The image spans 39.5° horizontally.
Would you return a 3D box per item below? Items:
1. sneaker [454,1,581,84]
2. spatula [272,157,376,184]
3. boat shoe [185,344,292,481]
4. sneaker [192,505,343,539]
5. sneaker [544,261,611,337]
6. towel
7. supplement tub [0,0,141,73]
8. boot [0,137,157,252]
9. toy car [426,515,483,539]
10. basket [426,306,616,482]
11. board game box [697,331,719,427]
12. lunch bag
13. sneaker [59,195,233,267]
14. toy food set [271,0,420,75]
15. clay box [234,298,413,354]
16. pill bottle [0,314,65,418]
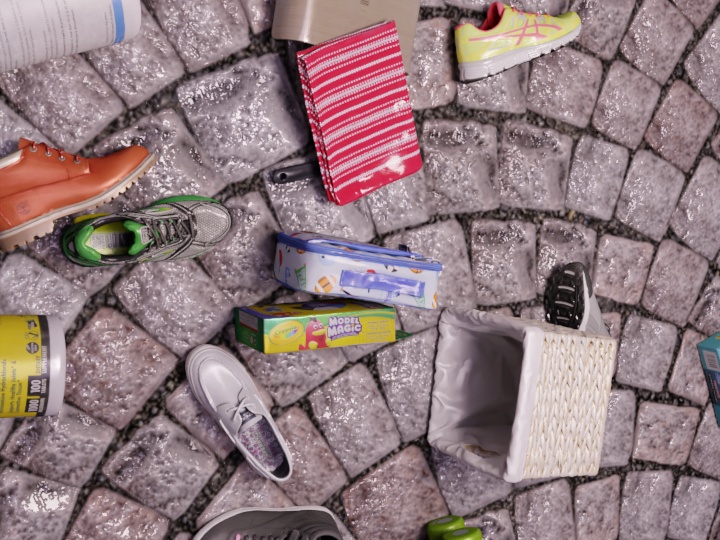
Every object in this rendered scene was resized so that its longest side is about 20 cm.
[{"bbox_3d":[0.211,-0.322,1.342,0.199,0.078,0.091,-24,99,-22],"label":"sneaker"},{"bbox_3d":[-0.021,-0.136,1.284,0.199,0.021,0.057,-14,109,-22],"label":"spatula"},{"bbox_3d":[-0.146,0.180,1.237,0.072,0.068,0.201,-30,108,-19],"label":"boat shoe"},{"bbox_3d":[-0.109,0.344,1.257,0.199,0.099,0.071,-3,99,-23],"label":"sneaker"},{"bbox_3d":[0.322,0.080,1.448,0.079,0.074,0.201,-22,111,-31],"label":"sneaker"},{"bbox_3d":[0.003,-0.194,1.248,0.144,0.022,0.201,-24,118,-23],"label":"towel"},{"bbox_3d":[-0.346,-0.286,1.056,0.199,0.132,0.133,-21,104,-22],"label":"supplement tub"},{"bbox_3d":[-0.329,-0.111,1.119,0.199,0.075,0.108,-28,102,-18],"label":"boot"},{"bbox_3d":[0.073,0.441,1.336,0.199,0.158,0.165,-13,89,-11],"label":"toy car"},{"bbox_3d":[0.211,0.159,1.333,0.160,0.198,0.201,4,94,-29],"label":"basket"},{"bbox_3d":[0.647,0.148,1.613,0.199,0.047,0.152,-25,106,-21],"label":"board game box"},{"bbox_3d":[0.000,0.000,1.233,0.199,0.160,0.076,7,93,-24],"label":"lunch bag"},{"bbox_3d":[-0.240,-0.038,1.159,0.199,0.085,0.079,-14,102,-23],"label":"sneaker"},{"bbox_3d":[-0.010,-0.337,1.253,0.199,0.060,0.144,8,92,-34],"label":"toy food set"},{"bbox_3d":[-0.045,0.065,1.245,0.199,0.115,0.048,-5,97,-25],"label":"clay box"},{"bbox_3d":[-0.425,0.104,1.075,0.199,0.112,0.113,1,96,-25],"label":"pill bottle"}]
